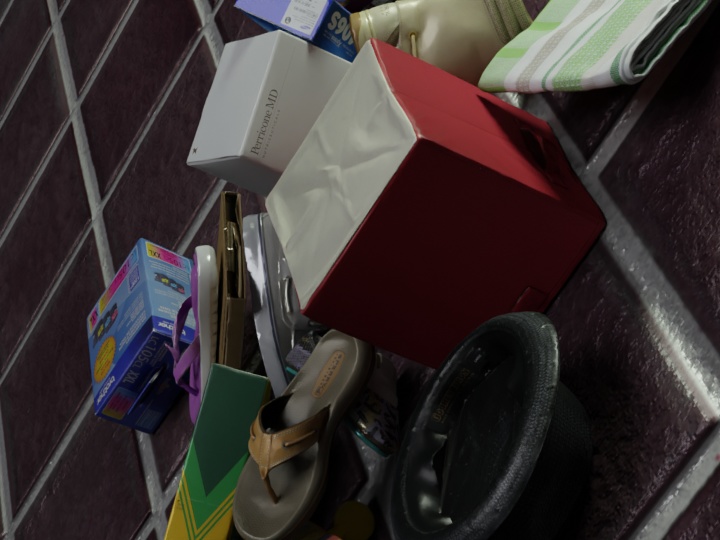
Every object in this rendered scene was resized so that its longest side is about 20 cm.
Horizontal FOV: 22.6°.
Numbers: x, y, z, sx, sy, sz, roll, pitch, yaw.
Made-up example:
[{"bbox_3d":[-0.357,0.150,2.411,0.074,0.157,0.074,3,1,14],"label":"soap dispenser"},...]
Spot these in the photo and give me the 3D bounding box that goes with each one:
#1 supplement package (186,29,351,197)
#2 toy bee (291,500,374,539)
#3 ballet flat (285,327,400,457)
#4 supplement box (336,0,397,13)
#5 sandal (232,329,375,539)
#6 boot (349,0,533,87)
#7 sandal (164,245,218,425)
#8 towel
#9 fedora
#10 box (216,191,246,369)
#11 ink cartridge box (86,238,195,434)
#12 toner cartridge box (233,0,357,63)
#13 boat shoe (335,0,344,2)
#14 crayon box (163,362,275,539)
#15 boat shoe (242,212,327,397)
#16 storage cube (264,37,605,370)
[{"bbox_3d":[-0.031,-0.117,1.608,0.120,0.200,0.122,0,71,62],"label":"supplement package"},{"bbox_3d":[-0.064,0.231,1.487,0.200,0.109,0.131,-8,21,40],"label":"toy bee"},{"bbox_3d":[-0.007,0.094,1.558,0.072,0.072,0.200,-65,28,6],"label":"ballet flat"},{"bbox_3d":[0.061,-0.313,1.663,0.103,0.131,0.200,-35,41,47],"label":"supplement box"},{"bbox_3d":[-0.054,0.128,1.468,0.080,0.054,0.200,15,72,39],"label":"sandal"},{"bbox_3d":[0.091,-0.148,1.526,0.155,0.200,0.073,-20,17,3],"label":"boot"},{"bbox_3d":[-0.167,0.064,1.763,0.083,0.050,0.203,-103,16,-60],"label":"sandal"},{"bbox_3d":[0.186,-0.194,1.384,0.149,0.031,0.200,-47,24,-19],"label":"towel"},{"bbox_3d":[0.107,0.132,1.282,0.201,0.091,0.201,-45,27,31],"label":"fedora"},{"bbox_3d":[-0.131,0.049,1.769,0.164,0.021,0.200,-98,12,-49],"label":"box"},{"bbox_3d":[-0.234,0.081,1.978,0.137,0.076,0.200,-54,31,25],"label":"ink cartridge box"},{"bbox_3d":[-0.024,-0.208,1.642,0.095,0.200,0.043,29,90,30],"label":"toner cartridge box"},{"bbox_3d":[-0.024,-0.331,1.621,0.072,0.062,0.200,-36,41,49],"label":"boat shoe"},{"bbox_3d":[-0.124,0.190,1.607,0.200,0.058,0.173,90,-165,-75],"label":"crayon box"},{"bbox_3d":[-0.061,0.036,1.692,0.070,0.071,0.201,-12,70,7],"label":"boat shoe"},{"bbox_3d":[0.052,-0.044,1.424,0.200,0.179,0.171,-55,29,22],"label":"storage cube"}]
